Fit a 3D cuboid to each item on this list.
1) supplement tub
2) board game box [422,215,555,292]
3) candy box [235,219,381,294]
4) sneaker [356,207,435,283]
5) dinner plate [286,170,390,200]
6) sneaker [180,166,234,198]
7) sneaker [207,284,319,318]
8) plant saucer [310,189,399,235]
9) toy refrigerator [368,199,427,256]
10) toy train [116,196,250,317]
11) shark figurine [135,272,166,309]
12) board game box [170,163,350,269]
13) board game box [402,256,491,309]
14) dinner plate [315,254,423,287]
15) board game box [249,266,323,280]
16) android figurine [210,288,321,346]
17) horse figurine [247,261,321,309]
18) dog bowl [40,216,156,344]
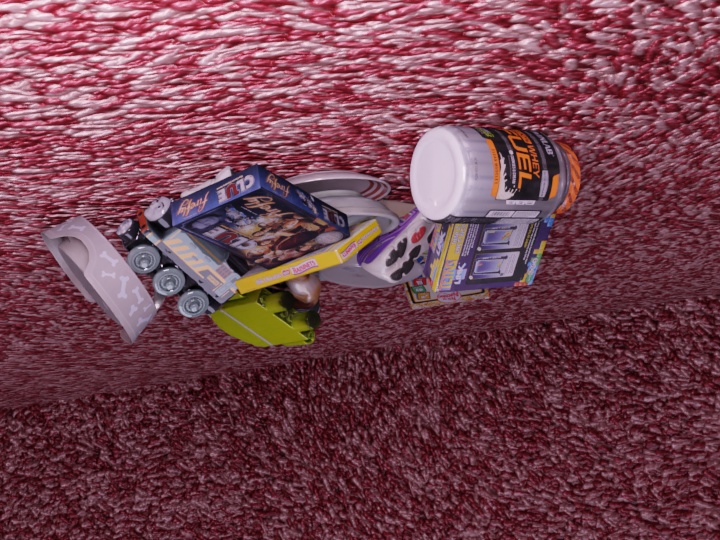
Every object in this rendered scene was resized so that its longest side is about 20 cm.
[{"bbox_3d":[0.174,-0.120,1.444,0.200,0.123,0.123,-2,168,-32],"label":"supplement tub"},{"bbox_3d":[0.193,-0.064,1.650,0.165,0.057,0.200,-3,130,-20],"label":"board game box"},{"bbox_3d":[-0.074,-0.018,1.560,0.200,0.026,0.102,-16,-166,41],"label":"candy box"},{"bbox_3d":[0.069,-0.064,1.696,0.083,0.081,0.200,21,-133,38],"label":"sneaker"},{"bbox_3d":[-0.057,-0.111,1.596,0.200,0.024,0.200,-8,169,-2],"label":"dinner plate"},{"bbox_3d":[-0.192,-0.076,1.515,0.081,0.075,0.200,-22,164,-6],"label":"sneaker"},{"bbox_3d":[-0.160,0.045,1.921,0.200,0.071,0.099,0,156,-13],"label":"sneaker"},{"bbox_3d":[-0.047,-0.076,1.593,0.200,0.050,0.200,-8,170,-1],"label":"plant saucer"},{"bbox_3d":[0.076,-0.063,1.824,0.076,0.070,0.200,-16,166,39],"label":"toy refrigerator"},{"bbox_3d":[-0.248,-0.020,1.597,0.114,0.085,0.200,-39,125,7],"label":"toy train"},{"bbox_3d":[-0.243,0.016,1.736,0.128,0.090,0.214,-25,177,10],"label":"shark figurine"},{"bbox_3d":[-0.123,-0.063,1.434,0.135,0.035,0.200,-21,154,26],"label":"board game box"},{"bbox_3d":[0.144,-0.009,2.018,0.151,0.046,0.200,-9,145,9],"label":"board game box"},{"bbox_3d":[0.000,0.000,1.811,0.200,0.024,0.200,5,164,1],"label":"dinner plate"},{"bbox_3d":[-0.099,-0.020,1.945,0.200,0.064,0.148,-6,169,-17],"label":"board game box"},{"bbox_3d":[-0.161,0.074,1.840,0.200,0.041,0.182,-12,140,46],"label":"android figurine"},{"bbox_3d":[-0.112,0.012,1.786,0.132,0.050,0.200,15,154,25],"label":"horse figurine"},{"bbox_3d":[-0.363,0.009,1.596,0.059,0.200,0.200,-40,178,-16],"label":"dog bowl"}]
